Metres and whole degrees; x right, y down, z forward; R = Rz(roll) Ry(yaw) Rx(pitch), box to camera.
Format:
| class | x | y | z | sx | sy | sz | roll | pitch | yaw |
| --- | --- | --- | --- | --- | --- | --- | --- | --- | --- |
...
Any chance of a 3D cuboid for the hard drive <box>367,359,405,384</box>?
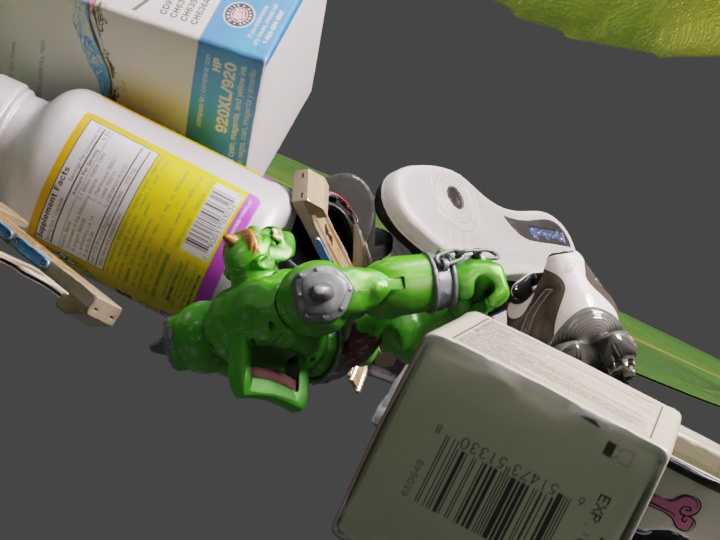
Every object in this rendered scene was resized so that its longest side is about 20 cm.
| class | x | y | z | sx | sy | sz | roll | pitch | yaw |
| --- | --- | --- | --- | --- | --- | --- | --- | --- | --- |
| hard drive | 0.010 | 0.041 | 1.923 | 0.135 | 0.042 | 0.200 | 23 | 6 | -29 |

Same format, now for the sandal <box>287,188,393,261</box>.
| class | x | y | z | sx | sy | sz | roll | pitch | yaw |
| --- | --- | --- | --- | --- | --- | --- | --- | --- | --- |
| sandal | -0.063 | -0.031 | 1.907 | 0.200 | 0.048 | 0.075 | 0 | 15 | -29 |

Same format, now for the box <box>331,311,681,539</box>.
| class | x | y | z | sx | sy | sz | roll | pitch | yaw |
| --- | --- | --- | --- | --- | --- | --- | --- | --- | --- |
| box | 0.076 | 0.098 | 1.341 | 0.128 | 0.109 | 0.200 | 27 | 5 | 7 |

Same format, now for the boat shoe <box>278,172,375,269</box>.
| class | x | y | z | sx | sy | sz | roll | pitch | yaw |
| --- | --- | --- | --- | --- | --- | --- | --- | --- | --- |
| boat shoe | -0.024 | -0.018 | 1.824 | 0.074 | 0.063 | 0.201 | 39 | 29 | -2 |

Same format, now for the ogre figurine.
| class | x | y | z | sx | sy | sz | roll | pitch | yaw |
| --- | --- | --- | --- | --- | --- | --- | --- | --- | --- |
| ogre figurine | -0.025 | 0.027 | 1.485 | 0.120 | 0.098 | 0.200 | 3 | 3 | -43 |

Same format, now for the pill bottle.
| class | x | y | z | sx | sy | sz | roll | pitch | yaw |
| --- | --- | --- | --- | --- | --- | --- | --- | --- | --- |
| pill bottle | -0.147 | -0.044 | 1.669 | 0.200 | 0.104 | 0.104 | 27 | 5 | 5 |

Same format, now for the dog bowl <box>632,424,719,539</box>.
| class | x | y | z | sx | sy | sz | roll | pitch | yaw |
| --- | --- | --- | --- | --- | --- | --- | --- | --- | --- |
| dog bowl | 0.185 | 0.139 | 1.658 | 0.200 | 0.074 | 0.200 | 27 | 6 | -3 |

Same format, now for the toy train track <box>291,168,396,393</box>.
| class | x | y | z | sx | sy | sz | roll | pitch | yaw |
| --- | --- | --- | --- | --- | --- | --- | --- | --- | --- |
| toy train track | 0.000 | 0.000 | 1.724 | 0.033 | 0.115 | 0.200 | -7 | -34 | 14 |

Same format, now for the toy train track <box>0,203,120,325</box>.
| class | x | y | z | sx | sy | sz | roll | pitch | yaw |
| --- | --- | --- | --- | --- | --- | --- | --- | --- | --- |
| toy train track | -0.207 | -0.017 | 1.510 | 0.200 | 0.033 | 0.115 | 35 | 2 | 36 |

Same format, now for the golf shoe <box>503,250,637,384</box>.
| class | x | y | z | sx | sy | sz | roll | pitch | yaw |
| --- | --- | --- | --- | --- | --- | --- | --- | --- | --- |
| golf shoe | 0.131 | 0.050 | 1.807 | 0.078 | 0.095 | 0.200 | -11 | -18 | -17 |

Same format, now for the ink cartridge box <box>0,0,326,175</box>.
| class | x | y | z | sx | sy | sz | roll | pitch | yaw |
| --- | --- | --- | --- | --- | --- | --- | --- | --- | --- |
| ink cartridge box | -0.137 | -0.155 | 1.745 | 0.200 | 0.145 | 0.147 | 19 | 46 | 7 |

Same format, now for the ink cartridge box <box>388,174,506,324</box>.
| class | x | y | z | sx | sy | sz | roll | pitch | yaw |
| --- | --- | --- | --- | --- | --- | --- | --- | --- | --- |
| ink cartridge box | 0.078 | 0.004 | 2.010 | 0.116 | 0.068 | 0.200 | 55 | -4 | 9 |

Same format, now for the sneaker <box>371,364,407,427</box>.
| class | x | y | z | sx | sy | sz | roll | pitch | yaw |
| --- | --- | --- | --- | --- | --- | --- | --- | --- | --- |
| sneaker | 0.065 | 0.072 | 1.706 | 0.070 | 0.080 | 0.200 | 25 | 4 | 10 |

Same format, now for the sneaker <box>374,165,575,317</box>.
| class | x | y | z | sx | sy | sz | roll | pitch | yaw |
| --- | --- | --- | --- | --- | --- | --- | --- | --- | --- |
| sneaker | 0.048 | -0.004 | 1.821 | 0.200 | 0.112 | 0.073 | 20 | 51 | -49 |
